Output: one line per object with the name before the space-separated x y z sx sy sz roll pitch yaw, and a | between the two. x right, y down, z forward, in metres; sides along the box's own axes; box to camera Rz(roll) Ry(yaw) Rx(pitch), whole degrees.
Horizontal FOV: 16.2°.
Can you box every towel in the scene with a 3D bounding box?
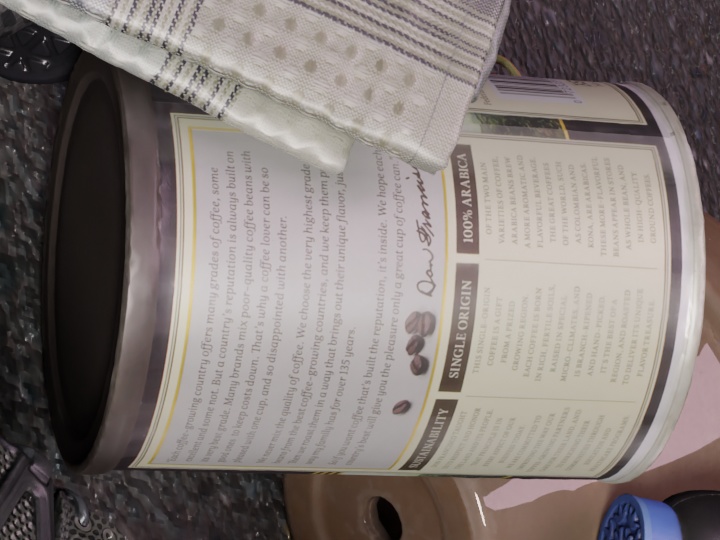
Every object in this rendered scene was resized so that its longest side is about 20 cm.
towel | -0.033 -0.142 0.820 0.199 0.035 0.193 24 66 -10

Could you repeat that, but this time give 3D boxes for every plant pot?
plant pot | 0.064 0.076 1.046 0.174 0.200 0.201 -19 92 -43

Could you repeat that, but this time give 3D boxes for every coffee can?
coffee can | 0.000 0.000 0.882 0.199 0.146 0.147 3 67 -17

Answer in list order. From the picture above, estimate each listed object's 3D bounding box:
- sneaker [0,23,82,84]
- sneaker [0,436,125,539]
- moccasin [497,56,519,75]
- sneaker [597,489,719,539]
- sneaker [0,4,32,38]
sneaker | -0.122 -0.164 0.902 0.083 0.071 0.201 -79 172 -61
sneaker | -0.127 0.050 0.708 0.114 0.076 0.200 -6 84 -64
moccasin | 0.054 -0.060 1.162 0.201 0.074 0.078 26 95 -46
sneaker | 0.128 0.184 0.962 0.070 0.078 0.201 -155 -111 -73
sneaker | -0.161 -0.049 0.799 0.200 0.074 0.088 -37 108 -55
